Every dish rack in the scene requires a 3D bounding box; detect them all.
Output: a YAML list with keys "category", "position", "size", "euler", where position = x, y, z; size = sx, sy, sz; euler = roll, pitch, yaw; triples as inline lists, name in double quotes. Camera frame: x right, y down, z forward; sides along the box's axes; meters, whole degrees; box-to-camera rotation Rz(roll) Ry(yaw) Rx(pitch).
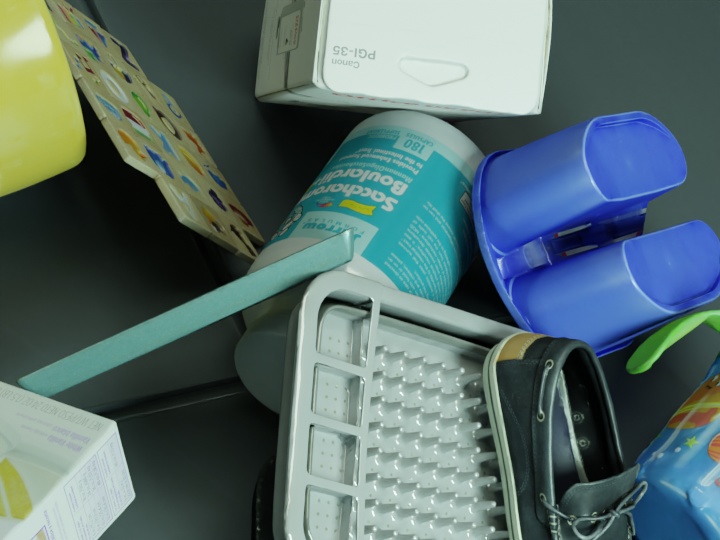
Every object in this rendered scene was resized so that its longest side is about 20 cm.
- category: "dish rack"
  position: [0.028, 0.103, 1.165]
  size: [0.200, 0.044, 0.172]
  euler: [18, 67, -37]

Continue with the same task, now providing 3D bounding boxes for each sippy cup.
- category: "sippy cup"
  position: [0.227, 0.122, 1.225]
  size: [0.130, 0.140, 0.178]
  euler: [-37, 59, -25]

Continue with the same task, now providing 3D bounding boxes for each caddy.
- category: "caddy"
  position: [0.141, -0.018, 1.294]
  size: [0.200, 0.105, 0.141]
  euler: [-13, 81, -60]

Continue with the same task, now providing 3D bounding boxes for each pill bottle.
- category: "pill bottle"
  position: [0.000, 0.000, 1.262]
  size: [0.111, 0.111, 0.200]
  euler: [28, 48, 7]

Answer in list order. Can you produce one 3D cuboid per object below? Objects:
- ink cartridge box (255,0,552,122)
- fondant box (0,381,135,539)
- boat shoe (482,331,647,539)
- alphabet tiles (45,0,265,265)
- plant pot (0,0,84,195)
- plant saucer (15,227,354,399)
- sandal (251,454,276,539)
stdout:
- category: "ink cartridge box"
  position: [0.024, -0.143, 1.331]
  size: [0.146, 0.200, 0.083]
  euler: [6, 91, -13]
- category: "fondant box"
  position: [-0.234, 0.139, 1.076]
  size: [0.144, 0.058, 0.200]
  euler: [16, 44, 28]
- category: "boat shoe"
  position: [0.123, 0.130, 1.172]
  size: [0.075, 0.062, 0.200]
  euler: [-13, 89, -44]
- category: "alphabet tiles"
  position: [-0.129, -0.088, 1.289]
  size: [0.006, 0.166, 0.200]
  euler: [-39, 61, 10]
- category: "plant pot"
  position: [-0.288, -0.120, 1.223]
  size: [0.189, 0.201, 0.201]
  euler: [-24, 60, -14]
- category: "plant saucer"
  position: [-0.092, 0.025, 1.154]
  size: [0.200, 0.070, 0.019]
  euler: [-23, 89, -1]
- category: "sandal"
  position: [-0.030, 0.178, 1.143]
  size: [0.075, 0.048, 0.200]
  euler: [4, 49, -14]
